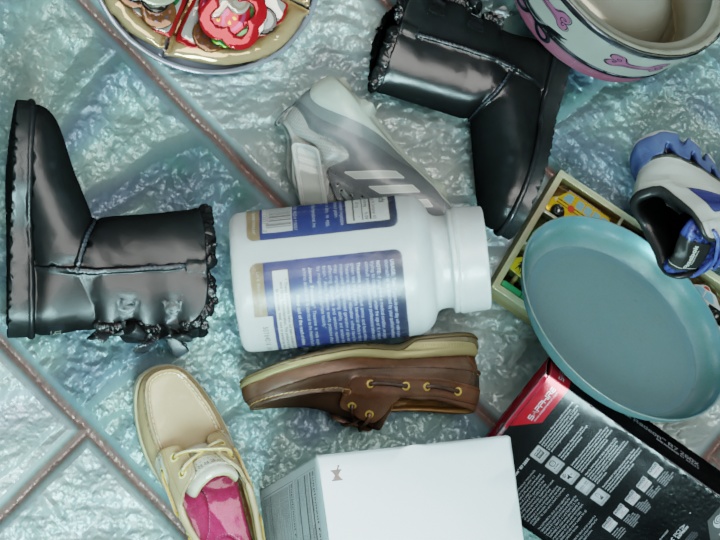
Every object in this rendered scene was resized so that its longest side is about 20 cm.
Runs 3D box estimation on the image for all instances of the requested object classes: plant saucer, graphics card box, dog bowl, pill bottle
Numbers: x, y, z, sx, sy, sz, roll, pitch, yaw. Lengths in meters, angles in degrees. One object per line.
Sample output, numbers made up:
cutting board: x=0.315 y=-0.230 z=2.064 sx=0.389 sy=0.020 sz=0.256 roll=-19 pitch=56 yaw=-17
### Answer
plant saucer: x=0.208 y=0.043 z=1.746 sx=0.199 sy=0.027 sz=0.201 roll=22 pitch=44 yaw=-22
graphics card box: x=0.195 y=0.173 z=1.735 sx=0.200 sy=0.051 sz=0.126 roll=35 pitch=112 yaw=-4
dog bowl: x=0.213 y=-0.249 z=1.836 sx=0.199 sy=0.074 sz=0.201 roll=14 pitch=57 yaw=-23
pill bottle: x=0.000 y=0.000 z=1.699 sx=0.199 sy=0.111 sz=0.112 roll=-6 pitch=78 yaw=0

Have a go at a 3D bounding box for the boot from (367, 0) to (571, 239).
boot: x=0.082 y=-0.139 z=1.799 sx=0.162 sy=0.073 sz=0.199 roll=21 pitch=65 yaw=-12

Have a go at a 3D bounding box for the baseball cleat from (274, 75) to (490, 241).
baseball cleat: x=0.010 y=-0.062 z=1.774 sx=0.106 sy=0.070 sz=0.200 roll=-41 pitch=85 yaw=-6

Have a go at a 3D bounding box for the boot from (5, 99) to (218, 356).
boot: x=-0.195 y=-0.033 z=1.690 sx=0.161 sy=0.073 sz=0.200 roll=0 pitch=84 yaw=-12

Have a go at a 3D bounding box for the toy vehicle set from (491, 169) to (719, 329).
toy vehicle set: x=0.217 y=0.021 z=1.823 sx=0.199 sy=0.027 sz=0.125 roll=33 pitch=71 yaw=-6

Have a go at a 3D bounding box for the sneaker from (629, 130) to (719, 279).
sneaker: x=0.303 y=-0.025 z=1.809 sx=0.199 sy=0.081 sz=0.115 roll=29 pitch=41 yaw=-1

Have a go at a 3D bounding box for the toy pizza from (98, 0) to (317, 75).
toy pizza: x=-0.126 y=-0.261 z=1.791 sx=0.199 sy=0.032 sz=0.201 roll=3 pitch=77 yaw=-15

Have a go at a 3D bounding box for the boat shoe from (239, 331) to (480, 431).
boat shoe: x=0.004 y=0.094 z=1.723 sx=0.199 sy=0.072 sz=0.068 roll=-6 pitch=80 yaw=-16

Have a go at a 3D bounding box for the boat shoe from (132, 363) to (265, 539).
boat shoe: x=-0.117 y=0.162 z=1.675 sx=0.073 sy=0.069 sz=0.201 roll=-22 pitch=84 yaw=-19

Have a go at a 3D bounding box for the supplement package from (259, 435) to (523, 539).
supplement package: x=0.024 y=0.219 z=1.631 sx=0.151 sy=0.200 sz=0.152 roll=-4 pitch=78 yaw=-16
